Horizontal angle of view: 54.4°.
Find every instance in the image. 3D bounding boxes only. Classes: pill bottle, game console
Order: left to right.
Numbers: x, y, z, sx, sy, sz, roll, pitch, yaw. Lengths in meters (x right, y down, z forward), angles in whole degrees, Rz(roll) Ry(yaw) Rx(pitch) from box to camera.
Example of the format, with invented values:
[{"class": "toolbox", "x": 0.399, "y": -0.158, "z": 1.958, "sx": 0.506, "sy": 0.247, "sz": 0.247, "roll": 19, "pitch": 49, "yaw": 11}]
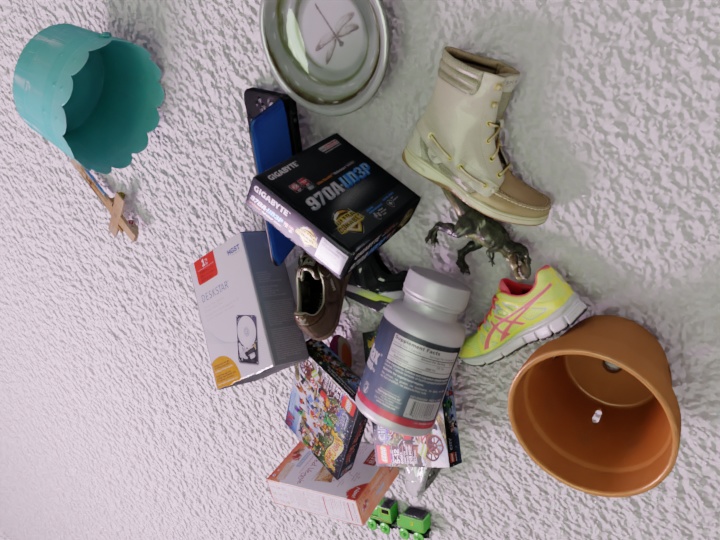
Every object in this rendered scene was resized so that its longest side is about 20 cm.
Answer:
[{"class": "game console", "x": -0.139, "y": -0.136, "z": 0.986, "sx": 0.169, "sy": 0.117, "sz": 0.205, "roll": 23, "pitch": 129, "yaw": 44}, {"class": "pill bottle", "x": 0.076, "y": 0.105, "z": 0.948, "sx": 0.117, "sy": 0.119, "sz": 0.205, "roll": 23, "pitch": 101, "yaw": 21}]

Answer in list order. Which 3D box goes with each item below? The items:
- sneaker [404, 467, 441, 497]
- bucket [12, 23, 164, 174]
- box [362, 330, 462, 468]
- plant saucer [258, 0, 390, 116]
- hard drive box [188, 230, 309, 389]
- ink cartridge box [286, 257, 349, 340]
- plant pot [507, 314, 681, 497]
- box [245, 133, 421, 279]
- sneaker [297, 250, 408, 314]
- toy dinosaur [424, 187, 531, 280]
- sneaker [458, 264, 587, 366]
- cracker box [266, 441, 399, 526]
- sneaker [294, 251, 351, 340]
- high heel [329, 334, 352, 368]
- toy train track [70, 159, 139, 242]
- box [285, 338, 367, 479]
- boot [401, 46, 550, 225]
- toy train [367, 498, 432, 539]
[{"class": "sneaker", "x": 0.087, "y": 0.268, "z": 1.128, "sx": 0.098, "sy": 0.077, "sz": 0.205, "roll": 21, "pitch": 118, "yaw": 31}, {"class": "bucket", "x": -0.418, "y": -0.271, "z": 1.082, "sx": 0.133, "sy": 0.207, "sz": 0.211, "roll": 27, "pitch": 129, "yaw": 21}, {"class": "box", "x": 0.074, "y": 0.187, "z": 1.047, "sx": 0.134, "sy": 0.037, "sz": 0.206, "roll": -11, "pitch": 82, "yaw": 38}, {"class": "plant saucer", "x": -0.039, "y": -0.303, "z": 0.891, "sx": 0.196, "sy": 0.050, "sz": 0.205, "roll": 17, "pitch": 124, "yaw": 26}, {"class": "hard drive box", "x": -0.175, "y": 0.062, "z": 1.078, "sx": 0.154, "sy": 0.076, "sz": 0.205, "roll": -26, "pitch": 75, "yaw": 41}, {"class": "ink cartridge box", "x": -0.124, "y": 0.060, "z": 1.150, "sx": 0.198, "sy": 0.067, "sz": 0.117, "roll": -27, "pitch": 98, "yaw": 42}, {"class": "plant pot", "x": 0.295, "y": 0.148, "z": 0.858, "sx": 0.196, "sy": 0.140, "sz": 0.205, "roll": 17, "pitch": 126, "yaw": 25}, {"class": "box", "x": -0.029, "y": -0.090, "z": 0.907, "sx": 0.158, "sy": 0.199, "sz": 0.047, "roll": 38, "pitch": 128, "yaw": 11}, {"class": "sneaker", "x": 0.000, "y": 0.000, "z": 1.044, "sx": 0.196, "sy": 0.071, "sz": 0.085, "roll": 24, "pitch": 95, "yaw": 22}, {"class": "toy dinosaur", "x": 0.138, "y": -0.051, "z": 0.914, "sx": 0.200, "sy": 0.047, "sz": 0.088, "roll": 47, "pitch": 119, "yaw": 11}, {"class": "sneaker", "x": 0.198, "y": 0.057, "z": 0.926, "sx": 0.198, "sy": 0.078, "sz": 0.092, "roll": -34, "pitch": 87, "yaw": 37}, {"class": "cracker box", "x": -0.048, "y": 0.359, "z": 1.226, "sx": 0.196, "sy": 0.134, "sz": 0.059, "roll": 1, "pitch": 117, "yaw": 34}, {"class": "sneaker", "x": -0.051, "y": -0.009, "z": 0.983, "sx": 0.069, "sy": 0.206, "sz": 0.076, "roll": -4, "pitch": 157, "yaw": 22}, {"class": "high heel", "x": -0.063, "y": 0.179, "z": 1.179, "sx": 0.093, "sy": 0.068, "sz": 0.203, "roll": 13, "pitch": 136, "yaw": 16}, {"class": "toy train track", "x": -0.468, "y": -0.141, "z": 1.304, "sx": 0.201, "sy": 0.032, "sz": 0.115, "roll": 50, "pitch": 140, "yaw": 8}, {"class": "box", "x": -0.053, "y": 0.220, "z": 1.111, "sx": 0.136, "sy": 0.037, "sz": 0.203, "roll": 41, "pitch": 138, "yaw": 26}, {"class": "boot", "x": 0.158, "y": -0.157, "z": 0.827, "sx": 0.197, "sy": 0.072, "sz": 0.157, "roll": 30, "pitch": 124, "yaw": 11}, {"class": "toy train", "x": 0.042, "y": 0.445, "z": 1.277, "sx": 0.196, "sy": 0.041, "sz": 0.058, "roll": 4, "pitch": 109, "yaw": 33}]
